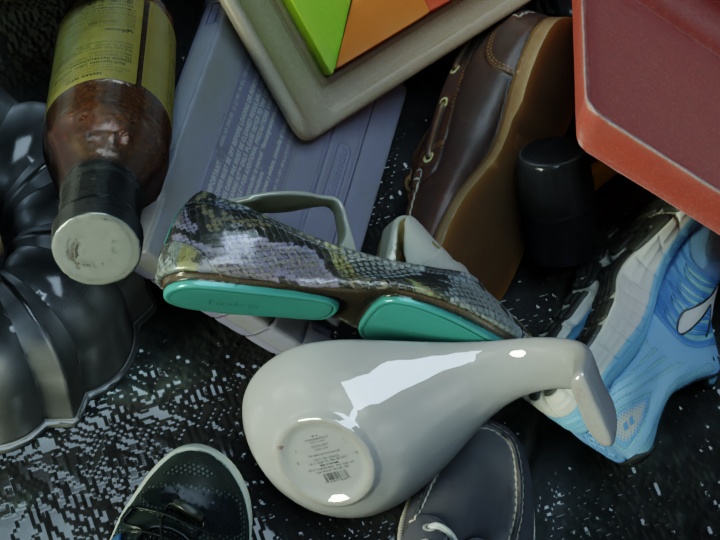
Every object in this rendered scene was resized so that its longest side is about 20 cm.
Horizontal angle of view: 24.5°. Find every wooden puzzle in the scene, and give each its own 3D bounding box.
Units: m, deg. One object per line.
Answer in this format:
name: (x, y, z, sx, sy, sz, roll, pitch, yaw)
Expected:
wooden puzzle: (0.004, -0.196, 0.880, 0.199, 0.037, 0.186, -35, 105, -19)

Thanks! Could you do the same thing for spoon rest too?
spoon rest: (0.032, 0.070, 0.805, 0.100, 0.199, 0.061, 66, 31, -20)

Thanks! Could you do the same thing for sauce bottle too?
sauce bottle: (-0.124, -0.070, 0.808, 0.066, 0.066, 0.201, 5, 36, -6)

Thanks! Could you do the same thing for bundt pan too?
bundt pan: (-0.203, -0.012, 0.851, 0.200, 0.076, 0.203, 3, 64, -7)

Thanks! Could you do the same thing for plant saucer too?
plant saucer: (0.186, -0.087, 0.896, 0.199, 0.037, 0.200, 30, 38, -20)

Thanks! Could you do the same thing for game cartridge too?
game cartridge: (-0.047, -0.064, 0.890, 0.129, 0.038, 0.201, 30, 60, -25)

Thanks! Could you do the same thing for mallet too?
mallet: (0.158, -0.061, 0.941, 0.041, 0.066, 0.199, 17, 31, 40)

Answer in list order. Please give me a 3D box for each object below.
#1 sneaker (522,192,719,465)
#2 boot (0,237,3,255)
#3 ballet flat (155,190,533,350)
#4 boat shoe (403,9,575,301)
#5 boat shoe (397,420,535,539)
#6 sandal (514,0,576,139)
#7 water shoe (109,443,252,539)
sneaker: (0.161, 0.024, 0.904, 0.090, 0.078, 0.200, 47, 58, -15)
boot: (-0.263, -0.060, 0.741, 0.143, 0.071, 0.202, -23, 75, -22)
ballet flat: (0.000, 0.000, 0.821, 0.199, 0.072, 0.073, 14, 62, -17)
boat shoe: (0.061, -0.053, 0.919, 0.070, 0.070, 0.201, 11, 68, 39)
boat shoe: (0.047, 0.158, 0.814, 0.072, 0.063, 0.201, 18, 62, 3)
sandal: (0.128, -0.169, 0.994, 0.076, 0.043, 0.201, 9, 64, -4)
water shoe: (-0.101, 0.167, 0.778, 0.071, 0.079, 0.201, 21, 63, 1)
